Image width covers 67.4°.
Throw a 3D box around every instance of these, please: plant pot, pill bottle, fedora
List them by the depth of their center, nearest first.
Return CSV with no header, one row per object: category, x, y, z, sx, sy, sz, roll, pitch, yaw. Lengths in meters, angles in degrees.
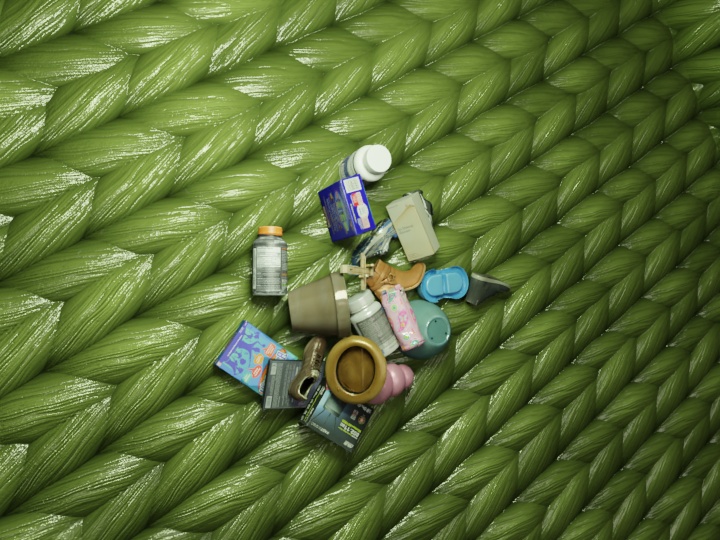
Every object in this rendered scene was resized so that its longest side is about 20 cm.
pill bottle,-0.267,-0.028,1.595,0.105,0.106,0.203,2,86,-24
plant pot,-0.127,0.111,1.617,0.171,0.200,0.203,-8,90,-8
fedora,-0.010,0.294,1.617,0.198,0.082,0.203,0,89,6
pill bottle,0.017,-0.326,1.687,0.110,0.200,0.113,1,87,-24
pill bottle,0.035,0.170,1.713,0.113,0.114,0.201,-32,100,-22
plant pot,0.222,0.197,1.783,0.198,0.134,0.203,2,86,-23

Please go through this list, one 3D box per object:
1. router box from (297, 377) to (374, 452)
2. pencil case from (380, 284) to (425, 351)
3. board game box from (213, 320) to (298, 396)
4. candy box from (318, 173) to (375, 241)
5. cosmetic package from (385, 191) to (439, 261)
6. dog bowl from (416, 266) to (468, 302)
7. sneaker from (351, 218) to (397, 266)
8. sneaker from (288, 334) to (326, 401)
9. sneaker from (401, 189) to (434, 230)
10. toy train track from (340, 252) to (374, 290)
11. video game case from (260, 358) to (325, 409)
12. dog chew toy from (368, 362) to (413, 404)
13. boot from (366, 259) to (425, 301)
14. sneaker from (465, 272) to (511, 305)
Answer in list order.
router box,-0.071,0.444,1.662,0.200,0.062,0.151,38,73,-27
pencil case,0.132,0.148,1.691,0.087,0.087,0.202,-19,83,-23
board game box,-0.306,0.266,1.592,0.199,0.045,0.153,38,72,-19
candy box,-0.046,-0.187,1.652,0.076,0.200,0.171,-19,95,-25
cosmetic package,0.174,-0.144,1.782,0.073,0.103,0.202,-43,111,-54
dog bowl,0.279,0.047,1.858,0.198,0.049,0.113,-8,93,-28
sneaker,0.053,-0.076,1.759,0.200,0.077,0.085,-48,109,-18
sneaker,-0.140,0.292,1.595,0.070,0.075,0.202,32,76,-37
sneaker,0.221,-0.189,1.843,0.090,0.066,0.201,-35,104,-29
toy train track,0.000,0.000,1.640,0.199,0.032,0.116,6,81,-62
video game case,-0.197,0.340,1.615,0.198,0.019,0.145,9,90,-40
dog chew toy,0.086,0.352,1.727,0.198,0.124,0.126,-7,90,-33
boot,0.116,0.013,1.783,0.155,0.074,0.201,42,69,-12
sneaker,0.451,0.075,1.936,0.198,0.075,0.107,13,103,-35
